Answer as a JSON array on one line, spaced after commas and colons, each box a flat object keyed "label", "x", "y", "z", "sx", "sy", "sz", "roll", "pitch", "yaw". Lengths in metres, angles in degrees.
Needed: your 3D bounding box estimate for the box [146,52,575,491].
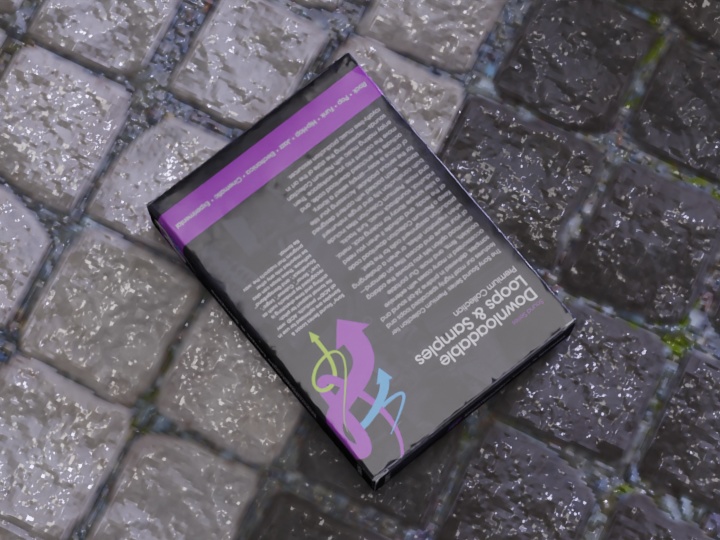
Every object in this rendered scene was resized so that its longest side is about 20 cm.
[{"label": "box", "x": 0.000, "y": 0.000, "z": 1.381, "sx": 0.143, "sy": 0.036, "sz": 0.200, "roll": -37, "pitch": 76, "yaw": -10}]
